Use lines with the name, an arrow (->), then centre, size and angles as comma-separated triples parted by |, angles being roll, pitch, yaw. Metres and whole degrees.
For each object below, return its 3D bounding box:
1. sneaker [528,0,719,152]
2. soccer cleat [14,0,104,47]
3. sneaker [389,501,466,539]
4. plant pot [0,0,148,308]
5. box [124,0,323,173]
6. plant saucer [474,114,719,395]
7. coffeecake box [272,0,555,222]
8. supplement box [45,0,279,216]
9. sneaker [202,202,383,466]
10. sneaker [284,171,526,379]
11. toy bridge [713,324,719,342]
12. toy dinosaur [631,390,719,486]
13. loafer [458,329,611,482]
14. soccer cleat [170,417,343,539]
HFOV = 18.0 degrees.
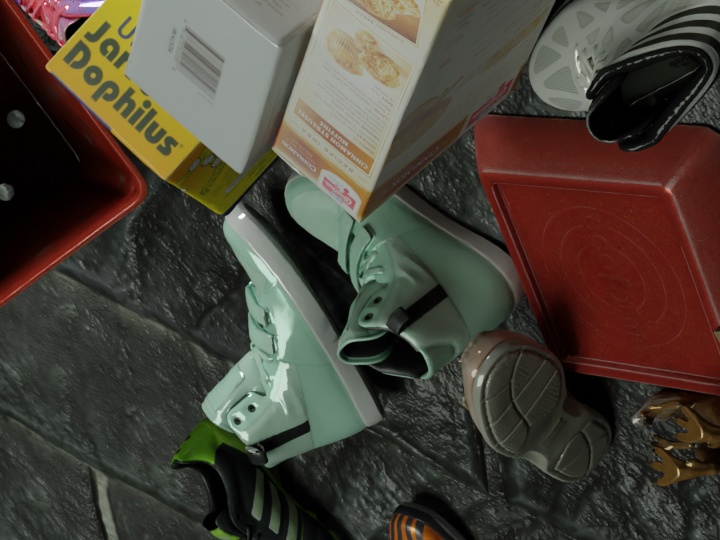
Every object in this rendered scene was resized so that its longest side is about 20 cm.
sneaker -> 0.138, -0.113, 1.264 | 0.076, 0.115, 0.200 | 55, 147, -11
soccer cleat -> -0.207, -0.191, 1.630 | 0.199, 0.073, 0.068 | 20, 140, 37
sneaker -> 0.047, 0.285, 1.797 | 0.077, 0.112, 0.201 | 13, 134, 42
plant pot -> -0.299, -0.087, 1.728 | 0.200, 0.199, 0.176 | 54, 178, -10
box -> -0.029, -0.173, 1.319 | 0.097, 0.200, 0.125 | 40, 147, 12
plant saucer -> 0.166, -0.001, 1.426 | 0.199, 0.037, 0.200 | 7, 130, 46
coffeecake box -> 0.044, -0.144, 1.260 | 0.073, 0.153, 0.200 | 40, 145, 12
supplement box -> -0.108, -0.119, 1.473 | 0.109, 0.110, 0.200 | 43, -179, 9
sneaker -> -0.077, 0.055, 1.674 | 0.201, 0.118, 0.074 | 61, -178, -19
sneaker -> 0.000, 0.000, 1.546 | 0.200, 0.118, 0.074 | 28, 145, 30
toy bridge -> 0.289, 0.095, 1.351 | 0.200, 0.067, 0.027 | 54, 147, -11
toy dinosaur -> 0.240, 0.101, 1.418 | 0.200, 0.106, 0.061 | 20, 117, 44
loafer -> 0.104, 0.085, 1.507 | 0.063, 0.072, 0.200 | 38, 178, 34
soccer cleat -> -0.082, 0.213, 1.902 | 0.200, 0.081, 0.067 | 52, 148, -6
